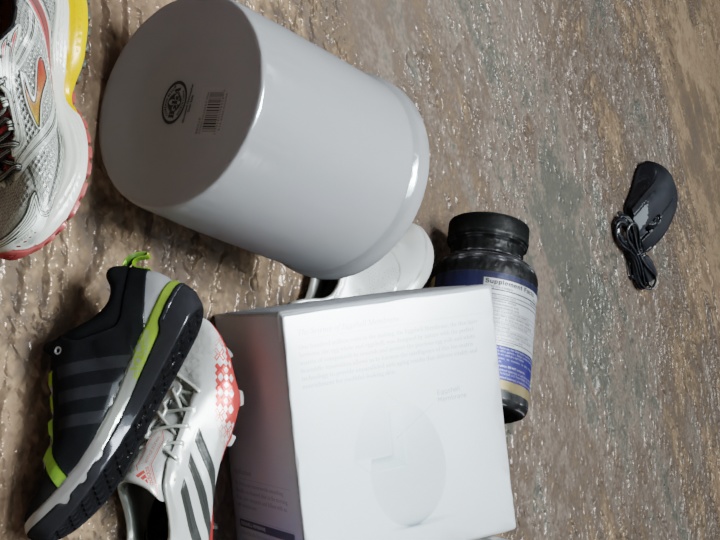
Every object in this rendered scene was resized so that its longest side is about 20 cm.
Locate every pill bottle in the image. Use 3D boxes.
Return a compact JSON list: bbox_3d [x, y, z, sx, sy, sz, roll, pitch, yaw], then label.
[{"bbox_3d":[0.122,0.048,1.259,0.112,0.111,0.201,32,59,-51],"label":"pill bottle"}]

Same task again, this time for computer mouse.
[{"bbox_3d":[0.429,-0.082,1.813,0.139,0.052,0.201,58,41,-35],"label":"computer mouse"}]

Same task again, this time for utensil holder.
[{"bbox_3d":[-0.071,-0.097,0.929,0.200,0.169,0.171,20,69,-52],"label":"utensil holder"}]

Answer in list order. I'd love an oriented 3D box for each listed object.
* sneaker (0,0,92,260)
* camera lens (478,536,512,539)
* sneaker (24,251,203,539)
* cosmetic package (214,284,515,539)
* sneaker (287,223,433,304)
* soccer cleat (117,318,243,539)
[{"bbox_3d":[-0.224,-0.103,0.781,0.082,0.078,0.201,16,63,-52],"label":"sneaker"},{"bbox_3d":[0.113,0.363,1.156,0.200,0.159,0.161,-55,131,-45],"label":"camera lens"},{"bbox_3d":[-0.181,0.083,0.832,0.201,0.082,0.072,-62,173,-14],"label":"sneaker"},{"bbox_3d":[0.003,0.120,0.993,0.198,0.123,0.201,-6,92,-32],"label":"cosmetic package"},{"bbox_3d":[0.000,0.000,1.114,0.200,0.075,0.089,-53,123,-44],"label":"sneaker"},{"bbox_3d":[-0.135,0.130,0.887,0.085,0.068,0.201,20,73,-59],"label":"soccer cleat"}]
